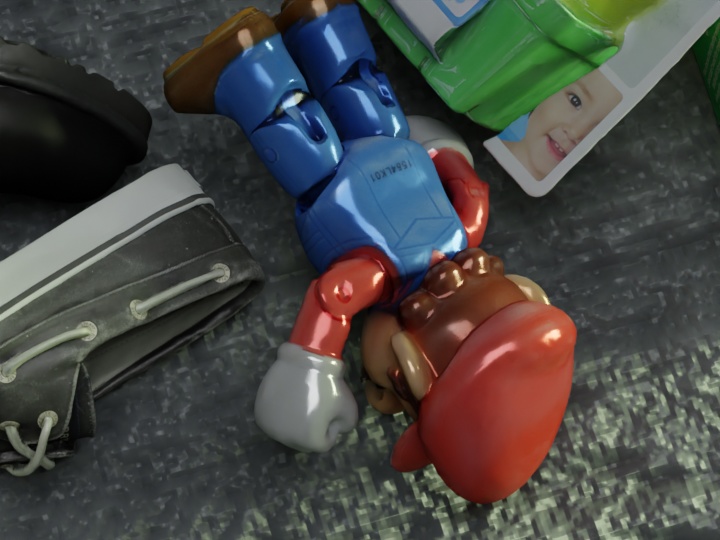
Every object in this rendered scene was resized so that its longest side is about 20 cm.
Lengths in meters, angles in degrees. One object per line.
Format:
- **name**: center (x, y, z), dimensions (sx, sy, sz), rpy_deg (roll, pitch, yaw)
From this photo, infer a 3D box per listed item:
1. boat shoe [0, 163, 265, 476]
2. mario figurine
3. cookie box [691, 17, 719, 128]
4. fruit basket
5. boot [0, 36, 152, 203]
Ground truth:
- **boat shoe**: center (-0.124, 0.037, 1.070), dimensions (0.200, 0.071, 0.064), rpy_deg (-36, 75, -19)
- **mario figurine**: center (0.000, 0.000, 1.094), dimensions (0.123, 0.106, 0.200), rpy_deg (-30, 83, -3)
- **cookie box**: center (0.219, -0.096, 1.151), dimensions (0.170, 0.075, 0.201), rpy_deg (-14, 70, -9)
- **fruit basket**: center (0.078, -0.159, 1.107), dimensions (0.200, 0.094, 0.185), rpy_deg (-48, 63, 19)
- **boot**: center (-0.186, -0.010, 1.074), dimensions (0.210, 0.079, 0.159), rpy_deg (11, 81, -21)
